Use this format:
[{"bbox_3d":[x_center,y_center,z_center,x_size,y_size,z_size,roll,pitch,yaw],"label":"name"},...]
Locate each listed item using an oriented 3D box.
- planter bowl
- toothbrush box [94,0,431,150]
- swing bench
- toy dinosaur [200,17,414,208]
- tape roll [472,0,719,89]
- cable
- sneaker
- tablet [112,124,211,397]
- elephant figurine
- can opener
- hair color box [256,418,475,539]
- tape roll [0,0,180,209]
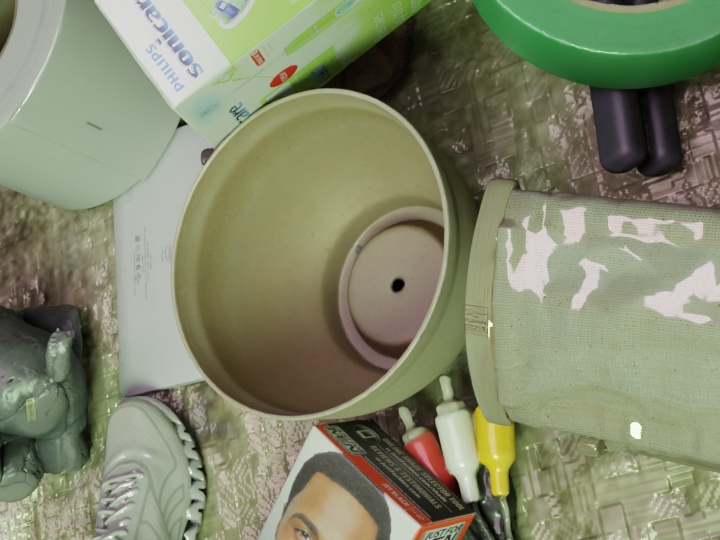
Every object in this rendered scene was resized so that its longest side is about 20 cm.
[{"bbox_3d":[0.000,0.000,0.838,0.200,0.135,0.201,-7,76,32],"label":"planter bowl"},{"bbox_3d":[-0.043,-0.173,0.815,0.200,0.146,0.086,-36,81,0],"label":"toothbrush box"},{"bbox_3d":[0.180,0.043,0.671,0.199,0.200,0.130,9,85,34],"label":"swing bench"},{"bbox_3d":[-0.022,-0.131,0.920,0.200,0.086,0.136,-30,74,8],"label":"toy dinosaur"},{"bbox_3d":[0.157,-0.208,0.786,0.200,0.048,0.201,-2,73,6],"label":"tape roll"},{"bbox_3d":[0.073,0.163,0.804,0.097,0.050,0.200,-28,64,26],"label":"cable"},{"bbox_3d":[-0.156,0.183,0.933,0.075,0.081,0.200,-21,67,30],"label":"sneaker"},{"bbox_3d":[-0.137,-0.012,1.004,0.130,0.014,0.200,-15,72,30],"label":"tablet"},{"bbox_3d":[-0.286,0.066,1.024,0.155,0.142,0.200,-26,46,-5],"label":"elephant figurine"},{"bbox_3d":[0.153,-0.150,0.834,0.067,0.053,0.200,148,121,-60],"label":"can opener"},{"bbox_3d":[-0.021,0.203,0.829,0.101,0.061,0.200,38,112,33],"label":"hair color box"},{"bbox_3d":[-0.249,-0.161,1.027,0.202,0.139,0.203,-12,68,33],"label":"tape roll"}]
